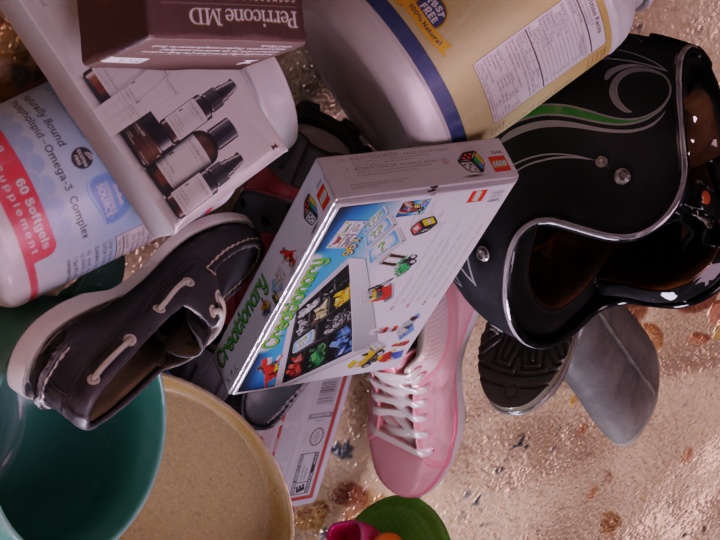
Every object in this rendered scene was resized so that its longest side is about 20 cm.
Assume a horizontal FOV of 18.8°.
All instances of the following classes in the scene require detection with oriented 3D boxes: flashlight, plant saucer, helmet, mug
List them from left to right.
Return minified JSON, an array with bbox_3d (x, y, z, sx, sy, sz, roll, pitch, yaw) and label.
[{"bbox_3d":[-0.199,0.080,1.303,0.185,0.114,0.153,-52,131,-38],"label":"mug"},{"bbox_3d":[-0.133,0.148,1.403,0.035,0.199,0.202,-57,168,-64],"label":"plant saucer"},{"bbox_3d":[-0.062,-0.007,1.362,0.067,0.068,0.201,23,116,-9],"label":"flashlight"},{"bbox_3d":[0.141,-0.054,1.420,0.189,0.202,0.200,-10,144,23],"label":"helmet"}]

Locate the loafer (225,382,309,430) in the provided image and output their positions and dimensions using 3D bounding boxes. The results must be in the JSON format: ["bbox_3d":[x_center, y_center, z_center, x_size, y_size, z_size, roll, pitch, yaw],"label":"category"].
[{"bbox_3d":[-0.030,0.019,1.420,0.068,0.070,0.202,18,104,-44],"label":"loafer"}]

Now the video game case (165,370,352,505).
[{"bbox_3d":[-0.099,0.112,1.489,0.199,0.017,0.144,-6,125,-36],"label":"video game case"}]

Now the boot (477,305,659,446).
[{"bbox_3d":[0.157,0.071,1.584,0.183,0.072,0.201,-68,151,-29],"label":"boot"}]

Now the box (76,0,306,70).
[{"bbox_3d":[-0.095,-0.208,1.121,0.099,0.075,0.202,-4,86,-37],"label":"box"}]

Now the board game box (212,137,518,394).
[{"bbox_3d":[0.000,0.000,1.306,0.125,0.035,0.200,-8,148,-30],"label":"board game box"}]

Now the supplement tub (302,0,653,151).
[{"bbox_3d":[0.075,-0.165,1.316,0.199,0.144,0.145,-36,138,-11],"label":"supplement tub"}]

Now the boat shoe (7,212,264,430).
[{"bbox_3d":[-0.114,0.029,1.248,0.200,0.060,0.074,-31,148,-47],"label":"boat shoe"}]

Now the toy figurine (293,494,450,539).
[{"bbox_3d":[-0.052,0.234,1.502,0.183,0.150,0.202,20,67,-35],"label":"toy figurine"}]

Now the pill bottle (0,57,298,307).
[{"bbox_3d":[-0.140,-0.067,1.247,0.199,0.109,0.109,-28,136,-19],"label":"pill bottle"}]

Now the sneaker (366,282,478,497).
[{"bbox_3d":[0.027,0.074,1.498,0.104,0.075,0.202,-23,131,-56],"label":"sneaker"}]

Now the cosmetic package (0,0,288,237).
[{"bbox_3d":[-0.129,-0.124,1.169,0.082,0.051,0.201,-38,101,-19],"label":"cosmetic package"}]
